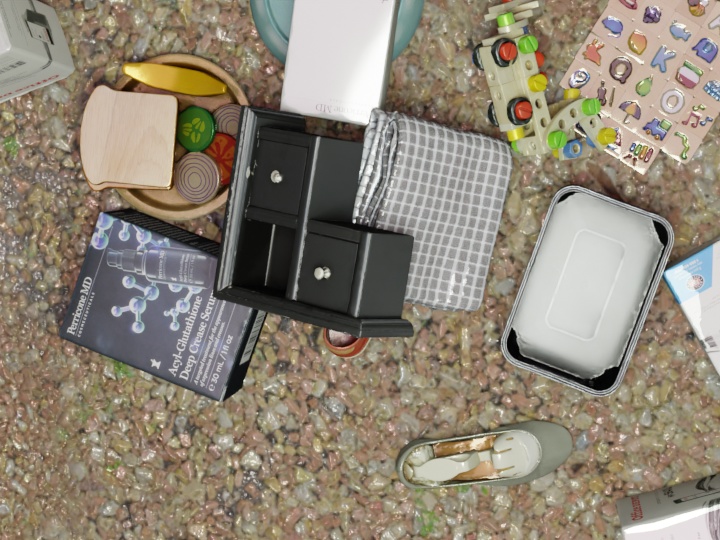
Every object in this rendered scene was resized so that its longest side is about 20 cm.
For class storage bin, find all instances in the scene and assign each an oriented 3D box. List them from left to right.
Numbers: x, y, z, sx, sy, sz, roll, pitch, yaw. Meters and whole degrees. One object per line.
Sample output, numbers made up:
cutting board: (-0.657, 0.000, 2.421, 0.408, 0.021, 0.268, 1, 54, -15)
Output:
storage bin: (0.242, 0.019, 1.641, 0.134, 0.094, 0.202, 20, 97, 6)

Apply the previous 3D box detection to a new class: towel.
towel: (0.069, -0.057, 1.620, 0.164, 0.085, 0.202, 9, 96, -36)

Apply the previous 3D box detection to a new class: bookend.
bookend: (-0.034, -0.049, 1.533, 0.199, 0.092, 0.201, 14, 97, 37)

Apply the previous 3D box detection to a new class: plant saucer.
plant saucer: (-0.028, -0.309, 1.690, 0.198, 0.027, 0.202, 1, 94, 8)

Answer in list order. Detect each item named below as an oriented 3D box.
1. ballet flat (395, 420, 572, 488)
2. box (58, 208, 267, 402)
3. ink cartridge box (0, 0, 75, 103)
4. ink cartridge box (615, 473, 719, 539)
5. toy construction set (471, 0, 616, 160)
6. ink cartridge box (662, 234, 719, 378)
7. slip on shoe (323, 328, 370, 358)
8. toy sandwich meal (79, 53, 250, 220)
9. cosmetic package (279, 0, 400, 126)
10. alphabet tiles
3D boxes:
ballet flat: (0.135, 0.210, 1.682, 0.198, 0.064, 0.068, -9, 93, 8)
box: (-0.208, 0.035, 1.696, 0.198, 0.107, 0.150, 20, 97, 7)
ink cartridge box: (-0.417, -0.239, 1.661, 0.146, 0.200, 0.084, -20, 88, 8)
ink cartridge box: (0.375, 0.269, 1.612, 0.198, 0.146, 0.085, -16, 91, 8)
toy construction set: (0.185, -0.205, 1.621, 0.130, 0.092, 0.201, -22, 87, -31)
ink cartridge box: (0.418, 0.060, 1.632, 0.115, 0.068, 0.201, -29, 89, 8)
slip on shoe: (0.000, 0.000, 1.689, 0.073, 0.061, 0.202, 15, 94, 8)
toy sandwich meal: (-0.216, -0.150, 1.703, 0.203, 0.070, 0.207, 1, 94, 8)
cosmetic package: (-0.017, -0.261, 1.635, 0.112, 0.081, 0.202, 7, 98, 4)
alphabet tiles: (0.319, -0.215, 1.659, 0.166, 0.006, 0.201, 32, 97, 5)
